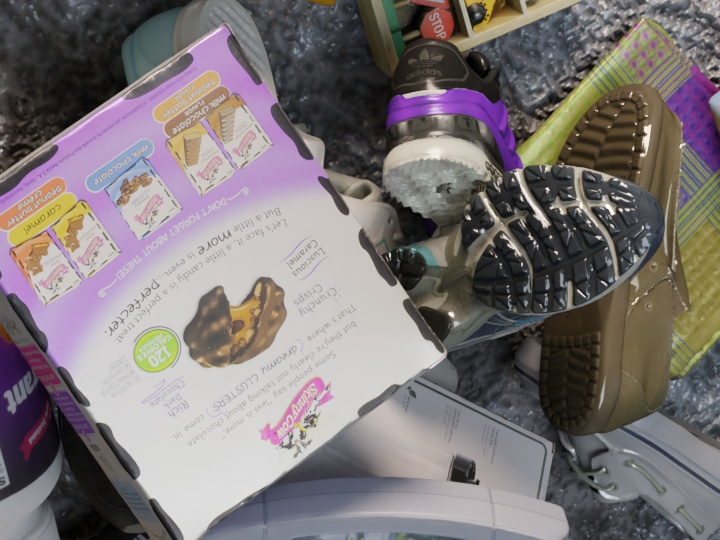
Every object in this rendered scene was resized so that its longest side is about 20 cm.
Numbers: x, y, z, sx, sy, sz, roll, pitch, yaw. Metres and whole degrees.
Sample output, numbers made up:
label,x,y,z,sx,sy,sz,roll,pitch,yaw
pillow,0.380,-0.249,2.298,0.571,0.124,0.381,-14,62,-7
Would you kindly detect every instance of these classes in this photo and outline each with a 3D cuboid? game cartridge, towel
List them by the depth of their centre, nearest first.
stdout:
label,x,y,z,sx,sy,sz,roll,pitch,yaw
game cartridge,0.006,0.168,1.538,0.200,0.041,0.133,0,120,-4
towel,0.175,-0.039,1.725,0.144,0.023,0.200,-47,120,-1

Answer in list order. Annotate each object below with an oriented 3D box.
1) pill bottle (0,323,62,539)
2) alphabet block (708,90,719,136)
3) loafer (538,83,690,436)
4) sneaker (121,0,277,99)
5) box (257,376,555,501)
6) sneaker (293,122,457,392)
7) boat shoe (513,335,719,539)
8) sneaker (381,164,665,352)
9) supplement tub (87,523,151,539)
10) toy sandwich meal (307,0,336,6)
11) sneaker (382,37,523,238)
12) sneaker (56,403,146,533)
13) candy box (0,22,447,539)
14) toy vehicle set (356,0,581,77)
label,x,y,z,sx,sy,sz,roll,pitch,yaw
pill bottle,-0.218,0.072,1.537,0.111,0.111,0.200,-20,117,-16
alphabet block,0.350,-0.042,1.688,0.195,0.196,0.200,-33,120,-20
loafer,0.147,-0.004,1.662,0.067,0.076,0.200,11,90,-40
sneaker,-0.081,-0.040,1.552,0.074,0.082,0.200,-2,83,-50
box,0.001,0.111,1.595,0.200,0.060,0.117,26,56,-21
sneaker,0.000,0.000,1.633,0.080,0.070,0.200,-47,121,-5
boat shoe,0.157,0.108,1.744,0.200,0.074,0.067,31,95,-31
sneaker,0.088,-0.009,1.554,0.086,0.200,0.078,-10,82,-47
supplement tub,-0.094,0.171,1.627,0.200,0.107,0.107,-38,121,-20
toy sandwich meal,-0.015,-0.212,1.469,0.205,0.070,0.205,-42,151,-29
sneaker,0.059,-0.068,1.608,0.069,0.100,0.200,-7,161,11
sneaker,-0.138,0.038,1.523,0.075,0.200,0.079,-18,161,10
candy box,-0.084,0.010,1.456,0.168,0.072,0.200,-35,97,-15
toy vehicle set,0.042,-0.216,1.590,0.124,0.027,0.200,-25,118,-14
